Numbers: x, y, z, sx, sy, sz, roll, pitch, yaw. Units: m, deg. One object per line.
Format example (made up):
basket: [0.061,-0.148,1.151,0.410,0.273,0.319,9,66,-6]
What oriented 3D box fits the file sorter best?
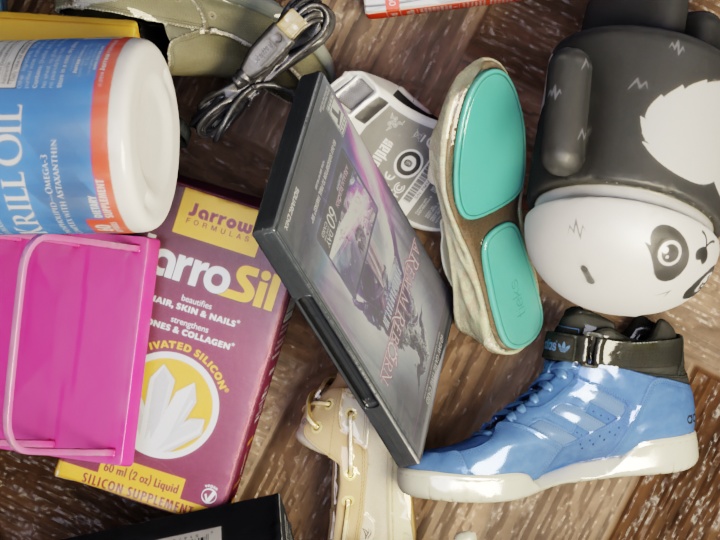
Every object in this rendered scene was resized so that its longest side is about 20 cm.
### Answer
file sorter: [-0.245,0.036,1.639,0.200,0.125,0.139,5,87,31]

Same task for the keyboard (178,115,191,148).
keyboard: [-0.192,-0.067,1.664,0.200,0.104,0.040,-7,62,35]

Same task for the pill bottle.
pill bottle: [-0.212,-0.075,1.546,0.200,0.112,0.112,-1,94,13]

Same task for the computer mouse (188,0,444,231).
computer mouse: [-0.004,-0.088,1.681,0.200,0.044,0.110,32,100,-33]

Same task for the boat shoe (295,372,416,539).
boat shoe: [-0.006,0.103,1.707,0.069,0.074,0.200,-6,94,-3]

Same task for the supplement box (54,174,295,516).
supplement box: [-0.107,0.047,1.701,0.110,0.086,0.200,17,94,1]

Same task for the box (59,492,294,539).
box: [-0.095,0.256,1.666,0.148,0.104,0.200,-13,122,4]

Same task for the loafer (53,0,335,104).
loafer: [-0.108,-0.146,1.670,0.200,0.075,0.070,26,73,-21]

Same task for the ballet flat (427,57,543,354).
ballet flat: [0.067,-0.039,1.673,0.067,0.062,0.200,-25,120,-33]

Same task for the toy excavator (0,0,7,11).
toy excavator: [-0.255,-0.181,1.635,0.194,0.200,0.100,-3,94,3]

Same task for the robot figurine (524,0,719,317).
robot figurine: [0.169,-0.072,1.649,0.150,0.125,0.200,14,72,-9]

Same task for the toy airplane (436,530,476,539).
toy airplane: [0.094,0.252,1.696,0.199,0.141,0.200,4,130,12]

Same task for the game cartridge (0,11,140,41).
game cartridge: [-0.230,-0.115,1.654,0.200,0.176,0.033,6,71,1]

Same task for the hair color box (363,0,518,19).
hair color box: [0.095,-0.224,1.688,0.200,0.064,0.111,-8,92,1]

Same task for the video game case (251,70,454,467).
video game case: [0.000,0.000,1.627,0.019,0.143,0.200,-13,128,25]

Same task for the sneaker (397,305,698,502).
sneaker: [0.113,0.079,1.683,0.200,0.077,0.111,-7,96,-16]
